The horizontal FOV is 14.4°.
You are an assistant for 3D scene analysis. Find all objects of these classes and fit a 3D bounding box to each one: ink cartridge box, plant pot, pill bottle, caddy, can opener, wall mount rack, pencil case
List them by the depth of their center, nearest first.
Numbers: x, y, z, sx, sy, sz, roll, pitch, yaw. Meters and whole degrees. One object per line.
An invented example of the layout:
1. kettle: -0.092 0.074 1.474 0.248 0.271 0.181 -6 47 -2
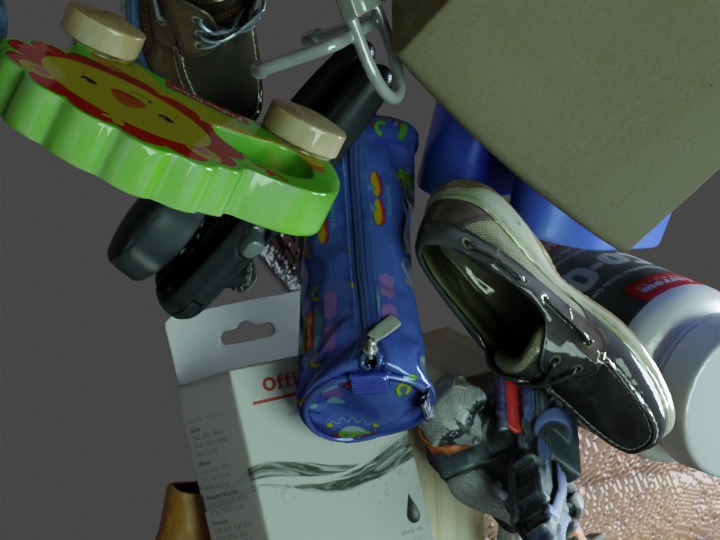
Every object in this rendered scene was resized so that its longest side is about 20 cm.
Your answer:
1. wall mount rack: -0.037 -0.178 1.530 0.074 0.174 0.201 -18 97 14
2. plant pot: 0.123 -0.166 1.538 0.177 0.200 0.200 22 135 -24
3. can opener: -0.054 -0.050 1.636 0.200 0.063 0.079 -42 142 16
4. pencil case: 0.000 0.000 1.655 0.078 0.201 0.087 1 151 -7
5. ink cartridge box: -0.034 0.110 1.688 0.116 0.067 0.201 -12 86 -34
6. caddy: 0.124 -0.083 1.730 0.200 0.141 0.105 -4 113 -59
7. pill bottle: 0.173 0.052 1.786 0.114 0.200 0.114 -13 112 -33

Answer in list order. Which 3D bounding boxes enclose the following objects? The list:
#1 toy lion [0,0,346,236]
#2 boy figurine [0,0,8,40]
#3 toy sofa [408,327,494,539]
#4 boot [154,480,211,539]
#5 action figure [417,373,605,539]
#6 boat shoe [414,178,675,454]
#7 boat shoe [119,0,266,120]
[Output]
1. toy lion: -0.103 -0.070 1.503 0.200 0.192 0.069 25 103 -11
2. boy figurine: -0.216 -0.182 1.509 0.124 0.064 0.201 3 103 -37
3. toy sofa: 0.039 0.144 1.794 0.097 0.083 0.201 -13 113 -28
4. boot: -0.044 0.199 1.759 0.201 0.071 0.145 9 100 -34
5. action figure: 0.092 0.145 1.699 0.104 0.200 0.194 -25 118 20
6. boat shoe: 0.101 0.038 1.653 0.200 0.072 0.065 50 44 -13
7. boat shoe: -0.094 -0.156 1.601 0.072 0.072 0.200 -34 123 -23
